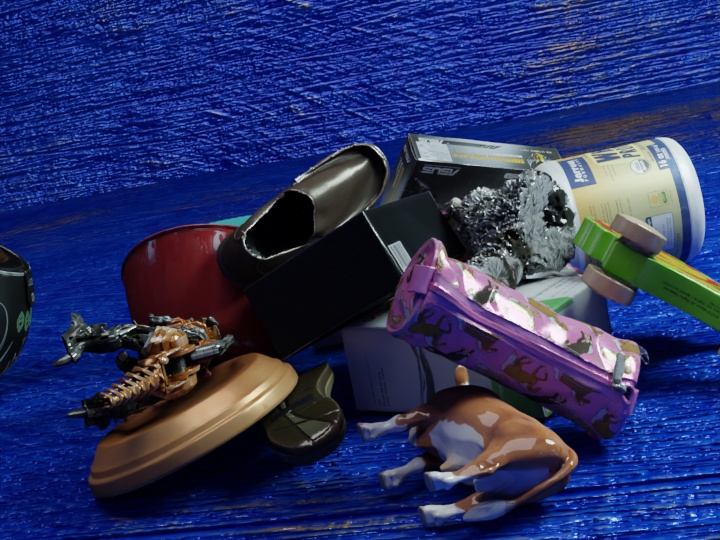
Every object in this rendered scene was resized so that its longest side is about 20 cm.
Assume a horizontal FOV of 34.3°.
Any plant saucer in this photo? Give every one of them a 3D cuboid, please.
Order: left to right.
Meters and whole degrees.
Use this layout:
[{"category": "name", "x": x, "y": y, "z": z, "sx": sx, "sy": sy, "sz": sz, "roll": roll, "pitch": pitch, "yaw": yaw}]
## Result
[{"category": "plant saucer", "x": -0.147, "y": 0.125, "z": 0.996, "sx": 0.199, "sy": 0.038, "sz": 0.200, "roll": -28, "pitch": 6, "yaw": 3}]

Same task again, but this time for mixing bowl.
[{"category": "mixing bowl", "x": -0.145, "y": 0.054, "z": 1.170, "sx": 0.198, "sy": 0.201, "sz": 0.109, "roll": -9, "pitch": 55, "yaw": 12}]

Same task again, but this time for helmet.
[{"category": "helmet", "x": -0.502, "y": 0.058, "z": 1.409, "sx": 0.198, "sy": 0.193, "sz": 0.200, "roll": 22, "pitch": 8, "yaw": -3}]

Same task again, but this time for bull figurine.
[{"category": "bull figurine", "x": 0.074, "y": 0.126, "z": 0.851, "sx": 0.120, "sy": 0.066, "sz": 0.200, "roll": -20, "pitch": 12, "yaw": -19}]

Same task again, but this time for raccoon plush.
[{"category": "raccoon plush", "x": 0.104, "y": -0.030, "z": 1.074, "sx": 0.133, "sy": 0.098, "sz": 0.199, "roll": -10, "pitch": 7, "yaw": 45}]

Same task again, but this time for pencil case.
[{"category": "pencil case", "x": 0.115, "y": 0.052, "z": 0.869, "sx": 0.087, "sy": 0.198, "sz": 0.083, "roll": -54, "pitch": 13, "yaw": 42}]

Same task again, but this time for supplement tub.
[{"category": "supplement tub", "x": 0.270, "y": -0.061, "z": 1.314, "sx": 0.198, "sy": 0.146, "sz": 0.144, "roll": -12, "pitch": 12, "yaw": -2}]

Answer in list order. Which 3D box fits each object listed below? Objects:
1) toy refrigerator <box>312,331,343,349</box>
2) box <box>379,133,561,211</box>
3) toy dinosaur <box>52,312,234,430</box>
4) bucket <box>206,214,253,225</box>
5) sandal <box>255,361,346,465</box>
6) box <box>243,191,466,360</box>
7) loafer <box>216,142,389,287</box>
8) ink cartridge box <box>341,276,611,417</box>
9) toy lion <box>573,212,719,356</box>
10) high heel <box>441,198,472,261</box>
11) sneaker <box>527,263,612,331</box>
[{"category": "toy refrigerator", "x": -0.029, "y": -0.012, "z": 1.335, "sx": 0.069, "sy": 0.076, "sz": 0.201, "roll": -14, "pitch": 38, "yaw": 15}, {"category": "box", "x": 0.127, "y": -0.081, "z": 1.397, "sx": 0.198, "sy": 0.159, "sz": 0.049, "roll": 4, "pitch": 44, "yaw": -20}, {"category": "toy dinosaur", "x": -0.182, "y": 0.075, "z": 0.997, "sx": 0.134, "sy": 0.103, "sz": 0.200, "roll": -10, "pitch": -12, "yaw": 11}, {"category": "bucket", "x": -0.148, "y": 0.018, "z": 1.373, "sx": 0.205, "sy": 0.136, "sz": 0.207, "roll": -12, "pitch": 12, "yaw": 3}, {"category": "sandal", "x": -0.042, "y": 0.127, "z": 0.967, "sx": 0.081, "sy": 0.055, "sz": 0.200, "roll": -28, "pitch": 13, "yaw": -7}, {"category": "box", "x": 0.000, "y": 0.000, "z": 1.094, "sx": 0.141, "sy": 0.079, "sz": 0.200, "roll": -35, "pitch": -4, "yaw": 21}, {"category": "loafer", "x": -0.044, "y": -0.054, "z": 1.102, "sx": 0.200, "sy": 0.073, "sz": 0.071, "roll": -41, "pitch": 3, "yaw": -20}, {"category": "ink cartridge box", "x": 0.103, "y": 0.066, "z": 1.039, "sx": 0.198, "sy": 0.085, "sz": 0.145, "roll": -3, "pitch": 14, "yaw": 37}, {"category": "toy lion", "x": 0.276, "y": 0.011, "z": 1.012, "sx": 0.199, "sy": 0.069, "sz": 0.191, "roll": 30, "pitch": 10, "yaw": 14}, {"category": "high heel", "x": 0.075, "y": -0.028, "z": 1.196, "sx": 0.198, "sy": 0.068, "sz": 0.096, "roll": -7, "pitch": 17, "yaw": 35}, {"category": "sneaker", "x": 0.166, "y": 0.044, "z": 1.152, "sx": 0.086, "sy": 0.081, "sz": 0.200, "roll": -36, "pitch": 18, "yaw": -15}]
